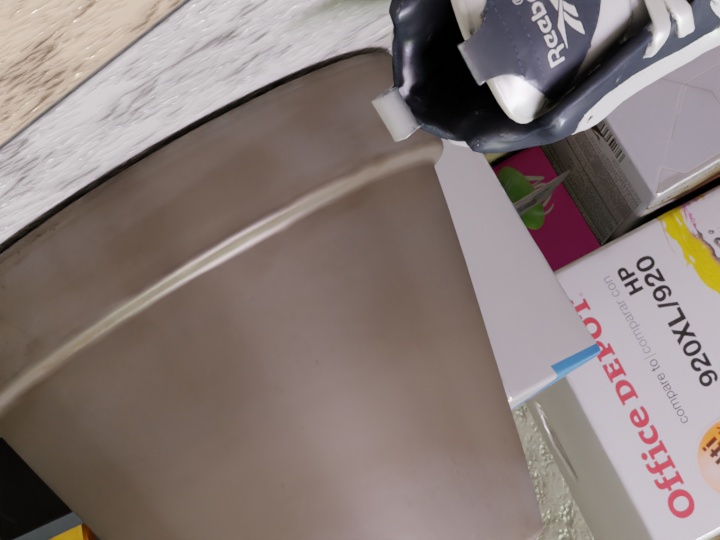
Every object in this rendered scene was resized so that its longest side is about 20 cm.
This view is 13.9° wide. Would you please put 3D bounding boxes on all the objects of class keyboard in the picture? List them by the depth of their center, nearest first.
[{"bbox_3d":[-0.111,0.101,1.436,0.200,0.127,0.021,-24,129,-40],"label":"keyboard"}]

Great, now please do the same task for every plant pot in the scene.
[{"bbox_3d":[-0.030,0.048,1.040,0.200,0.174,0.200,-30,176,-2],"label":"plant pot"}]

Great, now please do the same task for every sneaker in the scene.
[{"bbox_3d":[0.082,-0.091,0.857,0.199,0.080,0.130,-23,-171,34],"label":"sneaker"}]

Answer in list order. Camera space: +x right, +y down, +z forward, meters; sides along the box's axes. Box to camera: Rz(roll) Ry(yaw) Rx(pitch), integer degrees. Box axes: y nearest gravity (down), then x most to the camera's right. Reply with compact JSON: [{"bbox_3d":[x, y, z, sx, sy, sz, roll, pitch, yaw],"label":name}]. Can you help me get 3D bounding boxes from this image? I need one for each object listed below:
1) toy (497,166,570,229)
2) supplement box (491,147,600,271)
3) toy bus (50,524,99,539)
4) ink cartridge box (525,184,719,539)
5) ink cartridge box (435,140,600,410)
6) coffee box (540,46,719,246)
[{"bbox_3d":[0.000,0.000,1.454,0.200,0.047,0.115,-26,171,-23],"label":"toy"},{"bbox_3d":[0.100,-0.006,1.680,0.101,0.103,0.200,-29,176,-15],"label":"supplement box"},{"bbox_3d":[-0.146,0.142,1.525,0.192,0.136,0.200,12,150,-41],"label":"toy bus"},{"bbox_3d":[0.185,0.037,1.427,0.200,0.147,0.145,-27,175,-8],"label":"ink cartridge box"},{"bbox_3d":[-0.024,0.042,1.271,0.200,0.125,0.129,-34,174,22],"label":"ink cartridge box"},{"bbox_3d":[0.156,-0.079,1.411,0.113,0.080,0.200,-30,175,-5],"label":"coffee box"}]
